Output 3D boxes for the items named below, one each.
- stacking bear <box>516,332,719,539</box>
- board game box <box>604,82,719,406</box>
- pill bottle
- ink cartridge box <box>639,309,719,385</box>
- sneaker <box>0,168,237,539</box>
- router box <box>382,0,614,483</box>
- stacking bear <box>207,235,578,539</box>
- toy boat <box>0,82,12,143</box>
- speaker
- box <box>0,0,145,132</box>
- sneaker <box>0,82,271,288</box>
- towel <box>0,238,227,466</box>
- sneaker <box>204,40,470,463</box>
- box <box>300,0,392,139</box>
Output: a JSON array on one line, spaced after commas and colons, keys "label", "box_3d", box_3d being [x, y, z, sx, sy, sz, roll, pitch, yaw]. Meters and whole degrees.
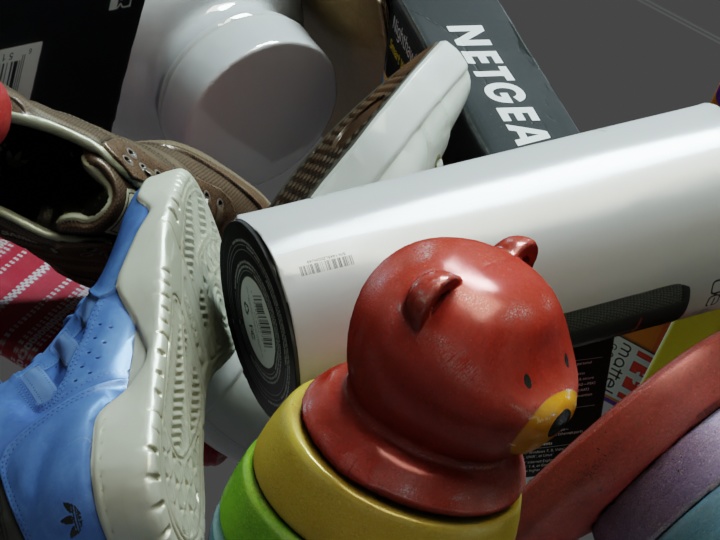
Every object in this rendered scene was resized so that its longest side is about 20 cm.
[{"label": "stacking bear", "box_3d": [0.167, 0.132, 1.134, 0.200, 0.114, 0.121, 51, 35, 13]}, {"label": "board game box", "box_3d": [0.252, -0.015, 1.403, 0.200, 0.200, 0.200, 28, 27, 9]}, {"label": "pill bottle", "box_3d": [-0.096, -0.127, 1.430, 0.112, 0.112, 0.200, -1, 36, -40]}, {"label": "ink cartridge box", "box_3d": [0.236, 0.040, 1.290, 0.197, 0.200, 0.047, 28, 28, 9]}, {"label": "sneaker", "box_3d": [-0.110, 0.042, 1.098, 0.111, 0.077, 0.200, -13, 40, 14]}, {"label": "router box", "box_3d": [0.055, -0.012, 1.289, 0.051, 0.149, 0.200, -4, 34, -16]}, {"label": "stacking bear", "box_3d": [0.012, 0.080, 1.035, 0.114, 0.200, 0.121, 38, 30, 27]}, {"label": "toy boat", "box_3d": [-0.202, 0.000, 1.062, 0.131, 0.200, 0.131, 49, -6, -14]}, {"label": "speaker", "box_3d": [0.053, -0.005, 1.117, 0.200, 0.081, 0.081, -14, 40, -19]}, {"label": "box", "box_3d": [-0.231, -0.111, 1.259, 0.200, 0.118, 0.196, 35, 32, 30]}, {"label": "sneaker", "box_3d": [-0.103, -0.022, 1.190, 0.200, 0.071, 0.076, 19, 8, -36]}, {"label": "towel", "box_3d": [-0.119, 0.009, 1.262, 0.200, 0.023, 0.145, 26, 29, 10]}, {"label": "sneaker", "box_3d": [0.000, 0.000, 1.210, 0.085, 0.073, 0.200, 38, 68, -12]}, {"label": "box", "box_3d": [-0.023, -0.125, 1.450, 0.021, 0.164, 0.200, -28, 48, -16]}]
